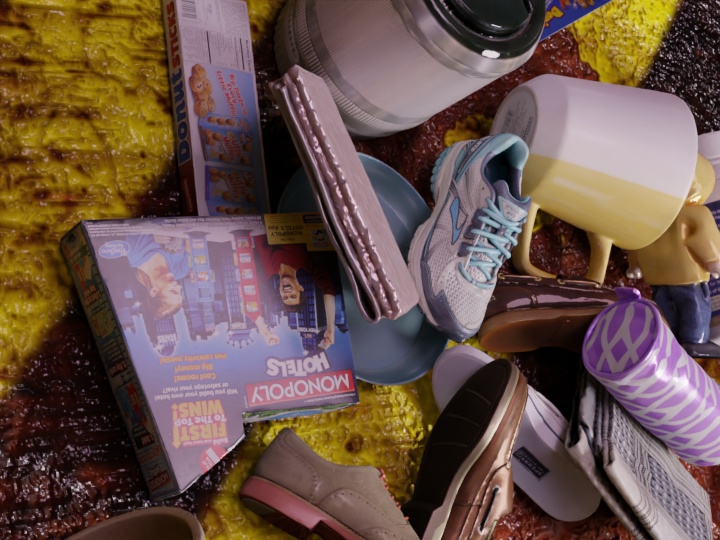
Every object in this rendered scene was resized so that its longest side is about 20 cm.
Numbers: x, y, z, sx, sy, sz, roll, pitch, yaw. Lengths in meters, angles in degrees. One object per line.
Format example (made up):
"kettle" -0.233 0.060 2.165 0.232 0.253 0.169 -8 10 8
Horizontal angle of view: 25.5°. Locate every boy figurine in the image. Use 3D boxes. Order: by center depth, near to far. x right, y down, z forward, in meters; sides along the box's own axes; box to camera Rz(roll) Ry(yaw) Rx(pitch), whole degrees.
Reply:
"boy figurine" 0.296 -0.016 1.493 0.064 0.124 0.201 4 82 -34

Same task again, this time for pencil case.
"pencil case" 0.274 0.099 1.403 0.200 0.084 0.086 40 65 -42

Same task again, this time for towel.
"towel" -0.011 -0.056 1.213 0.191 0.032 0.201 -27 94 -83
"towel" 0.252 0.178 1.396 0.200 0.035 0.193 51 24 -11

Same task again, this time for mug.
"mug" 0.203 -0.093 1.445 0.153 0.149 0.187 15 58 -25

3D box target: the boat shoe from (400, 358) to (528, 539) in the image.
"boat shoe" 0.087 0.170 1.273 0.068 0.072 0.200 31 84 -24

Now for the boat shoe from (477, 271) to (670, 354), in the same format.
"boat shoe" 0.185 0.032 1.414 0.199 0.070 0.070 6 49 -29

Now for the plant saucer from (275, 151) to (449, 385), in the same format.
"plant saucer" 0.000 0.000 1.310 0.200 0.027 0.201 19 60 -38

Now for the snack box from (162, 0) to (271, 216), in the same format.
"snack box" -0.115 -0.128 1.276 0.072 0.024 0.201 6 70 -39

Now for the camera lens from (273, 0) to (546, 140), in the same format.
"camera lens" 0.041 -0.209 1.316 0.160 0.200 0.161 15 64 -34

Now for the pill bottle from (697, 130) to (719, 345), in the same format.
"pill bottle" 0.362 -0.030 1.558 0.119 0.120 0.201 -2 75 -39

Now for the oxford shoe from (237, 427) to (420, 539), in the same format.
"oxford shoe" 0.012 0.185 1.191 0.200 0.070 0.075 30 68 -6

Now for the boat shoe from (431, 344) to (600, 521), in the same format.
"boat shoe" 0.131 0.130 1.354 0.200 0.073 0.065 51 22 -21

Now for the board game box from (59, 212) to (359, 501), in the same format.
"board game box" -0.107 0.062 1.169 0.199 0.062 0.201 -2 78 -27

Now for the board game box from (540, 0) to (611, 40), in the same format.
"board game box" 0.165 -0.261 1.435 0.045 0.200 0.135 42 52 -19

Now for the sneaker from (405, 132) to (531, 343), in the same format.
"sneaker" 0.097 -0.036 1.336 0.078 0.086 0.201 31 53 -33

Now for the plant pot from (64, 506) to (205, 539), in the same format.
"plant pot" -0.144 0.284 1.004 0.200 0.200 0.184 -44 114 -40
